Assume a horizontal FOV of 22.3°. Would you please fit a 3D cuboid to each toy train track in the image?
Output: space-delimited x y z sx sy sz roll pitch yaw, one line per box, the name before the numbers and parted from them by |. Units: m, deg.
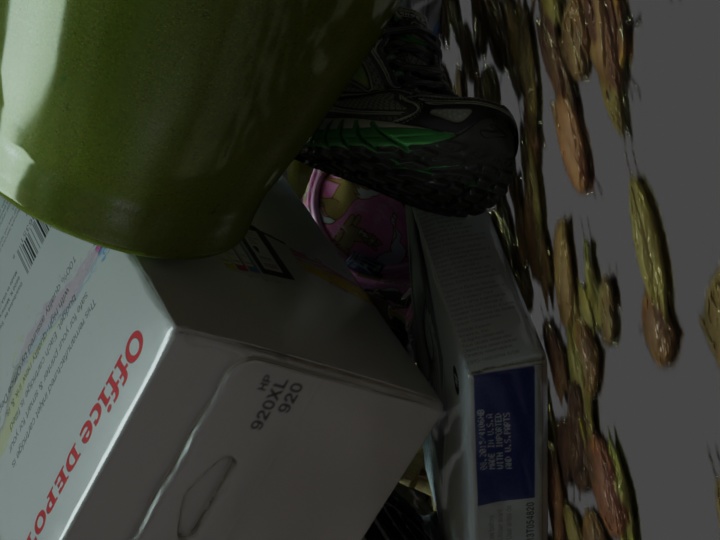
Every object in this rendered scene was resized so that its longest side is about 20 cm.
toy train track | 0.013 0.097 1.011 0.033 0.114 0.200 -66 -16 -3

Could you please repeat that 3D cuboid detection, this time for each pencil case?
pencil case | 0.000 0.000 1.045 0.200 0.082 0.087 112 152 -67

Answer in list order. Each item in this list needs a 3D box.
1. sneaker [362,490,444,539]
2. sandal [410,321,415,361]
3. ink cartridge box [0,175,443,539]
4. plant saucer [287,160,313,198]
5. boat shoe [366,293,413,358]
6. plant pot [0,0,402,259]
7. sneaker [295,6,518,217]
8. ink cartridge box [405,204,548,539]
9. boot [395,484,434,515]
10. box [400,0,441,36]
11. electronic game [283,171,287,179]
sneaker | 0.008 0.164 0.944 0.074 0.081 0.200 60 -167 29
sandal | 0.017 -0.014 1.168 0.201 0.043 0.076 87 173 -50
ink cartridge box | -0.088 0.047 0.836 0.148 0.144 0.200 -60 37 19
plant saucer | -0.031 -0.092 1.298 0.200 0.031 0.202 9 -90 -72
boat shoe | -0.004 0.047 0.963 0.200 0.071 0.060 99 172 -86
plant pot | -0.076 -0.117 0.745 0.201 0.199 0.194 -107 37 -62
sneaker | 0.009 -0.080 0.821 0.200 0.078 0.086 27 94 59
ink cartridge box | 0.051 0.054 0.889 0.201 0.040 0.201 -103 6 -51
boot | 0.026 0.165 1.220 0.200 0.072 0.183 -92 -18 -69
box | -0.035 -0.143 0.952 0.041 0.155 0.200 -59 -14 -23
electronic game | -0.066 0.003 1.074 0.200 0.041 0.202 177 90 -82
